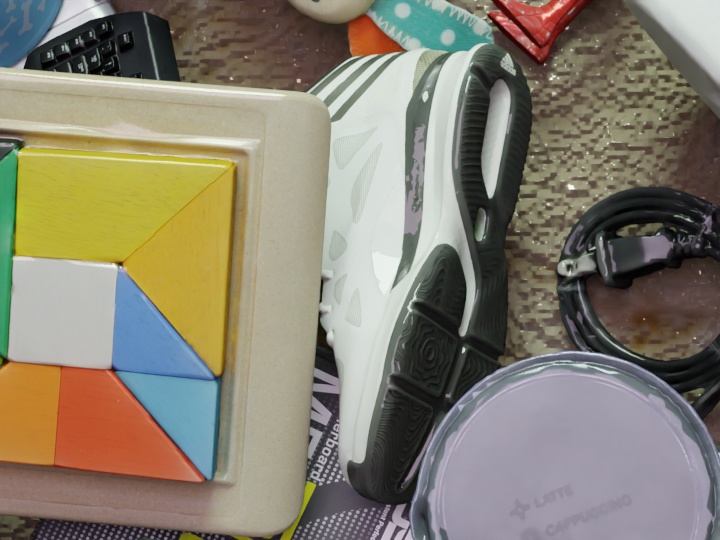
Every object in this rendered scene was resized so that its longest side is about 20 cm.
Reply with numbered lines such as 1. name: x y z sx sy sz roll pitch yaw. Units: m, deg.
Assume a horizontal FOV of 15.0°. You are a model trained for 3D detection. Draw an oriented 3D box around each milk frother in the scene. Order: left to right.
1. milk frother: 0.101 0.057 1.109 0.180 0.188 0.200 -22 76 1

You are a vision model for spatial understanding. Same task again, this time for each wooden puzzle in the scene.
1. wooden puzzle: -0.116 0.013 1.112 0.200 0.037 0.185 4 99 -3

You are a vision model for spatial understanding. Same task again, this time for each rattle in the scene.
1. rattle: -0.024 -0.146 1.156 0.130 0.143 0.200 -4 106 15

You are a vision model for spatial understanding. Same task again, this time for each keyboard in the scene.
1. keyboard: -0.096 -0.024 1.178 0.104 0.040 0.200 -21 69 20

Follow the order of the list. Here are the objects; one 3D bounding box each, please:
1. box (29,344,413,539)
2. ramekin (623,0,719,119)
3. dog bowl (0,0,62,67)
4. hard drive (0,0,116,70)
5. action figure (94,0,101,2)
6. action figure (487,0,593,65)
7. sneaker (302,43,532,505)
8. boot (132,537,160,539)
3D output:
1. box: -0.057 0.125 1.188 0.160 0.044 0.200 25 82 12
2. ramekin: 0.197 -0.086 1.128 0.098 0.200 0.201 -42 76 5
3. dog bowl: -0.234 -0.131 1.235 0.200 0.050 0.112 -15 77 5
4. hard drive: -0.208 -0.160 1.277 0.132 0.027 0.200 -28 76 1
5. action figure: -0.108 -0.227 1.236 0.102 0.119 0.200 -17 71 8
6. action figure: 0.116 -0.199 1.224 0.200 0.065 0.099 -45 86 -4
7. sneaker: 0.000 0.000 1.174 0.115 0.076 0.201 3 73 35
8. boot: -0.141 0.207 1.124 0.158 0.079 0.212 4 105 18
